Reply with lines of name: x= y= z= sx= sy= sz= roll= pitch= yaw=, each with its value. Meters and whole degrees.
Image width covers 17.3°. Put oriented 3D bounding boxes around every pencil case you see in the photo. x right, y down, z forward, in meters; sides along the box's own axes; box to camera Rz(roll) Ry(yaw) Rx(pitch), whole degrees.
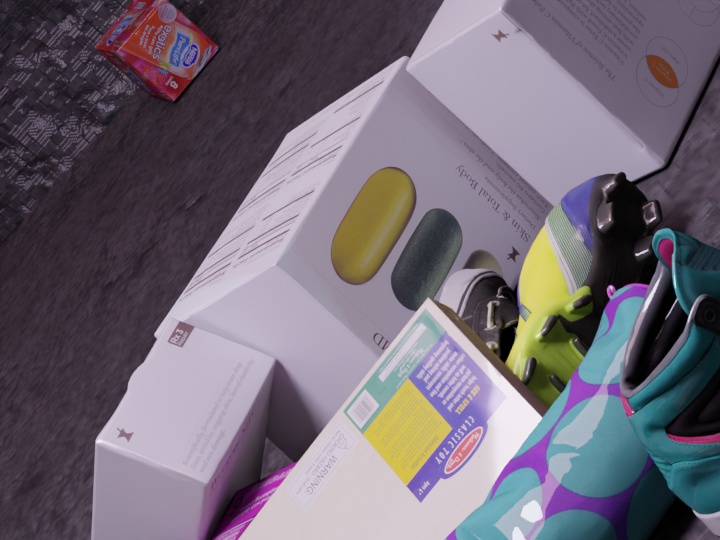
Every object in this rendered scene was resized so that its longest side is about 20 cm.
pencil case: x=0.104 y=0.106 z=1.153 sx=0.092 sy=0.085 sz=0.200 roll=26 pitch=73 yaw=45

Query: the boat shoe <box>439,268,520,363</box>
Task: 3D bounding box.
boat shoe: x=0.077 y=0.054 z=1.401 sx=0.063 sy=0.071 sz=0.200 roll=-8 pitch=22 yaw=17

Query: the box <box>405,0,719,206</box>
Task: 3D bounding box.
box: x=0.148 y=-0.168 z=1.539 sx=0.106 sy=0.152 sz=0.201 roll=-26 pitch=27 yaw=52

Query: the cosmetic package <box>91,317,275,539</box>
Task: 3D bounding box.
cosmetic package: x=-0.117 y=0.139 z=1.525 sx=0.201 sy=0.081 sz=0.113 roll=101 pitch=-167 yaw=-52

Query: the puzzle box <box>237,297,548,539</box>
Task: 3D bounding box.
puzzle box: x=0.020 y=0.131 z=1.267 sx=0.200 sy=0.025 sz=0.133 roll=-52 pitch=52 yaw=12

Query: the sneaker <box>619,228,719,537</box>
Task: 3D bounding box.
sneaker: x=0.190 y=0.013 z=1.066 sx=0.200 sy=0.121 sz=0.084 roll=-47 pitch=16 yaw=8

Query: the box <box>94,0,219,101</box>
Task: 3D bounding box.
box: x=-0.262 y=-0.285 z=3.020 sx=0.096 sy=0.100 sz=0.200 roll=-50 pitch=16 yaw=-4

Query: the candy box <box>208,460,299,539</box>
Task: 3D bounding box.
candy box: x=-0.061 y=0.205 z=1.395 sx=0.136 sy=0.061 sz=0.201 roll=-30 pitch=25 yaw=49

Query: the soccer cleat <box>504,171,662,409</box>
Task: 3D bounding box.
soccer cleat: x=0.115 y=0.028 z=1.339 sx=0.084 sy=0.065 sz=0.201 roll=-35 pitch=22 yaw=45

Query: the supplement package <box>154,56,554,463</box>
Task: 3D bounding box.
supplement package: x=0.000 y=0.000 z=1.548 sx=0.150 sy=0.152 sz=0.201 roll=-29 pitch=23 yaw=50
